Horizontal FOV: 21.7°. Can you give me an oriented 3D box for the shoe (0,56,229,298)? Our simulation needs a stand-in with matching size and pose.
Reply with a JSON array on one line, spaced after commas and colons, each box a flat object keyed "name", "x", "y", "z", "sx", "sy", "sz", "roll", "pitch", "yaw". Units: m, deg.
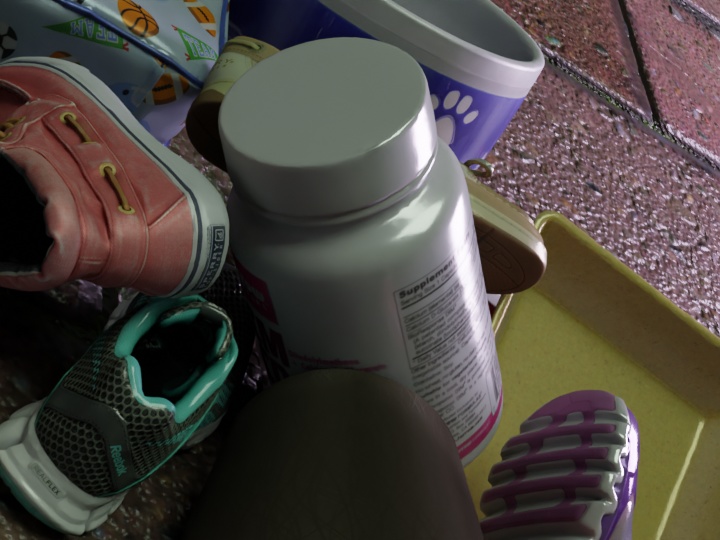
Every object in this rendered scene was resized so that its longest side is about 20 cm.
[{"name": "shoe", "x": -0.148, "y": -0.047, "z": 0.832, "sx": 0.091, "sy": 0.072, "sz": 0.200, "roll": 2, "pitch": 24, "yaw": -41}]

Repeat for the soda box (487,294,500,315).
[{"name": "soda box", "x": 0.077, "y": 0.033, "z": 1.090, "sx": 0.200, "sy": 0.063, "sz": 0.070, "roll": 39, "pitch": 32, "yaw": -15}]

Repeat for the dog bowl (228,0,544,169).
[{"name": "dog bowl", "x": 0.008, "y": -0.144, "z": 1.125, "sx": 0.199, "sy": 0.079, "sz": 0.200, "roll": 28, "pitch": 19, "yaw": -10}]

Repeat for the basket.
[{"name": "basket", "x": -0.015, "y": 0.141, "z": 0.782, "sx": 0.200, "sy": 0.179, "sz": 0.137, "roll": -87, "pitch": 169, "yaw": -61}]

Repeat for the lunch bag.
[{"name": "lunch bag", "x": -0.157, "y": -0.156, "z": 0.993, "sx": 0.199, "sy": 0.076, "sz": 0.161, "roll": 31, "pitch": 33, "yaw": -27}]

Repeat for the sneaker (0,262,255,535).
[{"name": "sneaker", "x": -0.082, "y": 0.041, "z": 0.850, "sx": 0.078, "sy": 0.091, "sz": 0.200, "roll": 45, "pitch": 31, "yaw": -7}]

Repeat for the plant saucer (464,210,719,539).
[{"name": "plant saucer", "x": 0.122, "y": 0.104, "z": 1.019, "sx": 0.199, "sy": 0.048, "sz": 0.201, "roll": 36, "pitch": 65, "yaw": -22}]

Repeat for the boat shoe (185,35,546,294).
[{"name": "boat shoe", "x": 0.011, "y": -0.055, "z": 0.955, "sx": 0.199, "sy": 0.073, "sz": 0.063, "roll": 29, "pitch": 54, "yaw": -11}]

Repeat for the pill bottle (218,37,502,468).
[{"name": "pill bottle", "x": 0.000, "y": 0.000, "z": 0.879, "sx": 0.114, "sy": 0.112, "sz": 0.201, "roll": -88, "pitch": 168, "yaw": -50}]

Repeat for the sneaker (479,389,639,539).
[{"name": "sneaker", "x": 0.107, "y": 0.161, "z": 0.932, "sx": 0.088, "sy": 0.080, "sz": 0.202, "roll": 30, "pitch": 64, "yaw": -38}]
